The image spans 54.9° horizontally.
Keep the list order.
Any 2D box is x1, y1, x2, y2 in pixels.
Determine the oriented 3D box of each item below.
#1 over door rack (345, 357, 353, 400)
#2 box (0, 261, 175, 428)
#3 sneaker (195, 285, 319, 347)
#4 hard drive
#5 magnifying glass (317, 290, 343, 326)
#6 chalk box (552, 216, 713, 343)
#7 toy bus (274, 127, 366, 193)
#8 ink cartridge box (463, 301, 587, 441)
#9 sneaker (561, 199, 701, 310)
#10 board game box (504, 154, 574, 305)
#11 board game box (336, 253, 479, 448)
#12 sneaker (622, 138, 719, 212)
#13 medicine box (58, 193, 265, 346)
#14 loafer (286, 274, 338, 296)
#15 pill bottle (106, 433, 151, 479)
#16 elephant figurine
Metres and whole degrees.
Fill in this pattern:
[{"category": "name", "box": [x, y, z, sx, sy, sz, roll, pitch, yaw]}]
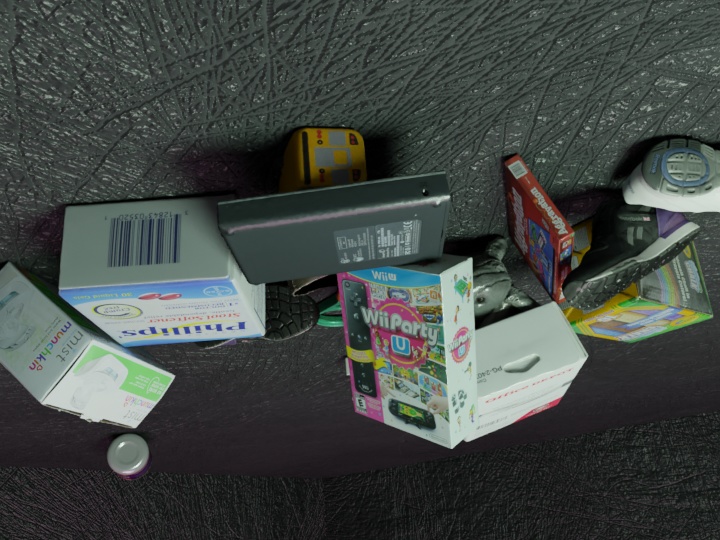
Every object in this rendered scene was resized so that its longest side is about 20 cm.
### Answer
[{"category": "over door rack", "box": [0.050, 0.224, 1.421, 0.147, 0.067, 0.200, -6, 158, 3]}, {"category": "box", "box": [-0.368, 0.104, 0.890, 0.176, 0.097, 0.200, 33, 170, 24]}, {"category": "sneaker", "box": [-0.140, 0.067, 1.000, 0.199, 0.076, 0.087, -9, 171, 23]}, {"category": "hard drive", "box": [-0.021, -0.035, 0.649, 0.199, 0.033, 0.140, -8, 158, -1]}, {"category": "magnifying glass", "box": [-0.027, 0.047, 1.035, 0.079, 0.022, 0.200, 0, 157, -10]}, {"category": "chalk box", "box": [0.353, 0.014, 0.890, 0.199, 0.125, 0.124, 13, 152, -34]}, {"category": "toy bus", "box": [-0.049, -0.063, 0.704, 0.078, 0.065, 0.200, -2, 157, -11]}, {"category": "ink cartridge box", "box": [0.186, 0.133, 0.880, 0.145, 0.084, 0.200, -20, 153, -5]}, {"category": "sneaker", "box": [0.270, -0.027, 0.748, 0.199, 0.088, 0.076, -23, 153, -31]}, {"category": "board game box", "box": [0.196, -0.037, 0.764, 0.019, 0.103, 0.200, -29, 155, 3]}, {"category": "board game box", "box": [0.053, 0.077, 0.771, 0.147, 0.201, 0.064, 11, -155, 40]}, {"category": "sneaker", "box": [0.370, -0.093, 0.724, 0.199, 0.075, 0.087, 6, 168, -8]}, {"category": "medicine box", "box": [-0.213, 0.007, 0.794, 0.181, 0.103, 0.200, -4, 157, 0]}, {"category": "loafer", "box": [0.000, 0.000, 0.856, 0.199, 0.072, 0.073, -7, 158, 6]}, {"category": "pill bottle", "box": [-0.661, 0.540, 1.997, 0.112, 0.113, 0.200, 1, 157, -12]}, {"category": "elephant figurine", "box": [0.154, 0.028, 0.870, 0.141, 0.155, 0.200, 32, 153, 2]}]
